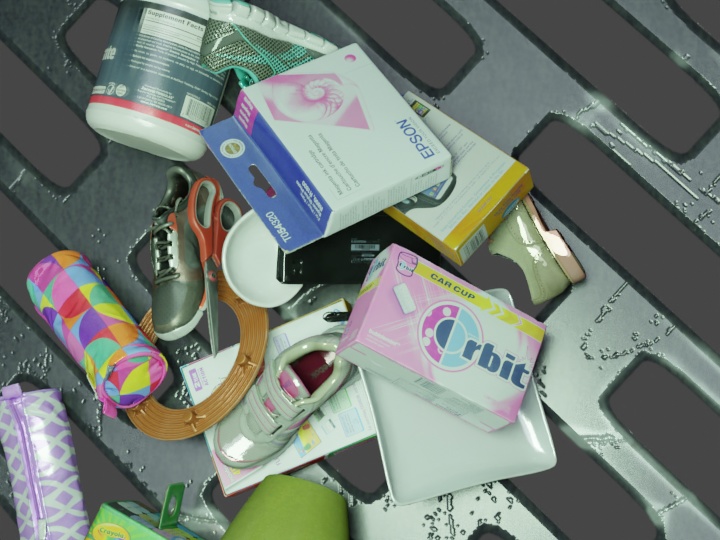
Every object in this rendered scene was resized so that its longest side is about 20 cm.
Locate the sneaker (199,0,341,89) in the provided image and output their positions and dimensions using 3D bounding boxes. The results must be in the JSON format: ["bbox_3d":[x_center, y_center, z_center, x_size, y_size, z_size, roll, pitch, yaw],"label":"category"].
[{"bbox_3d":[-0.096,-0.229,1.667,0.077,0.199,0.092,31,100,54],"label":"sneaker"}]

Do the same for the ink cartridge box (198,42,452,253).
[{"bbox_3d":[-0.039,-0.132,1.582,0.199,0.043,0.197,-25,57,-20],"label":"ink cartridge box"}]

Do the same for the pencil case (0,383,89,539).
[{"bbox_3d":[-0.351,0.228,1.680,0.083,0.085,0.202,-18,78,16],"label":"pencil case"}]

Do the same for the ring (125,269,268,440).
[{"bbox_3d":[-0.184,0.087,1.654,0.199,0.019,0.202,-18,55,27],"label":"ring"}]

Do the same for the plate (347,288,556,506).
[{"bbox_3d":[0.093,0.132,1.608,0.198,0.032,0.202,-10,79,-23],"label":"plate"}]

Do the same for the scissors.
[{"bbox_3d":[-0.166,-0.007,1.640,0.014,0.073,0.201,-21,49,39],"label":"scissors"}]

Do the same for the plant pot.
[{"bbox_3d":[-0.086,0.322,1.588,0.185,0.187,0.202,12,70,11],"label":"plant pot"}]

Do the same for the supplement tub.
[{"bbox_3d":[-0.212,-0.234,1.692,0.139,0.140,0.202,16,85,11],"label":"supplement tub"}]

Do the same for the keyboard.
[{"bbox_3d":[0.000,0.000,1.625,0.198,0.021,0.128,0,94,-30],"label":"keyboard"}]

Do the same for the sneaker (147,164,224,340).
[{"bbox_3d":[-0.208,-0.024,1.669,0.077,0.082,0.202,-10,61,31],"label":"sneaker"}]

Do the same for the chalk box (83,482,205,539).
[{"bbox_3d":[-0.230,0.323,1.626,0.123,0.125,0.201,28,89,12],"label":"chalk box"}]

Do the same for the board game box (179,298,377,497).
[{"bbox_3d":[-0.079,0.139,1.668,0.199,0.040,0.154,-22,79,6],"label":"board game box"}]

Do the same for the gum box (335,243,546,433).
[{"bbox_3d":[0.089,0.074,1.569,0.199,0.066,0.114,28,67,-12],"label":"gum box"}]

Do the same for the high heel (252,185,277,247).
[{"bbox_3d":[-0.067,-0.099,1.704,0.067,0.096,0.201,33,71,-22],"label":"high heel"}]

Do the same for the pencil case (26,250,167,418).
[{"bbox_3d":[-0.290,0.064,1.662,0.088,0.088,0.200,-43,53,2],"label":"pencil case"}]

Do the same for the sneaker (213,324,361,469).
[{"bbox_3d":[-0.081,0.129,1.603,0.200,0.088,0.081,-44,78,1],"label":"sneaker"}]

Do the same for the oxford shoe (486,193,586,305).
[{"bbox_3d":[0.158,-0.056,1.642,0.074,0.071,0.201,-37,77,9],"label":"oxford shoe"}]

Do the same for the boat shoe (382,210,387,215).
[{"bbox_3d":[-0.006,-0.038,1.669,0.200,0.072,0.068,-41,76,-5],"label":"boat shoe"}]

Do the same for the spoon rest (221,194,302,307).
[{"bbox_3d":[-0.078,-0.056,1.605,0.099,0.060,0.201,32,70,-22],"label":"spoon rest"}]

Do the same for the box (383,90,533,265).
[{"bbox_3d":[0.070,-0.105,1.612,0.200,0.042,0.119,37,77,32],"label":"box"}]
